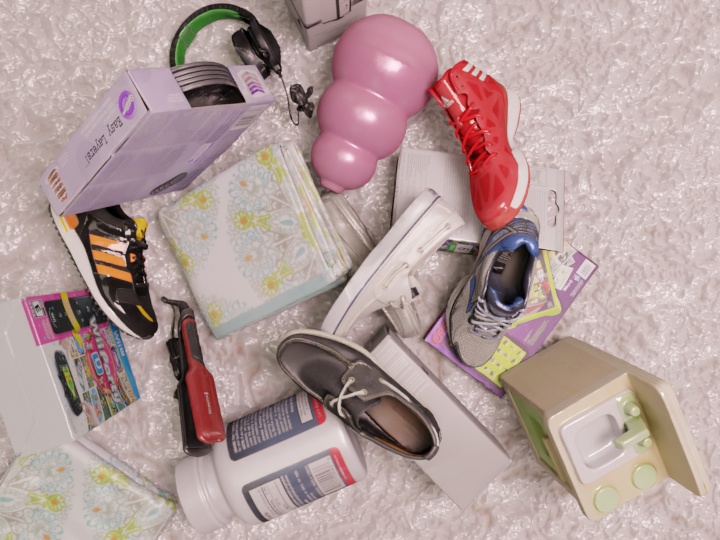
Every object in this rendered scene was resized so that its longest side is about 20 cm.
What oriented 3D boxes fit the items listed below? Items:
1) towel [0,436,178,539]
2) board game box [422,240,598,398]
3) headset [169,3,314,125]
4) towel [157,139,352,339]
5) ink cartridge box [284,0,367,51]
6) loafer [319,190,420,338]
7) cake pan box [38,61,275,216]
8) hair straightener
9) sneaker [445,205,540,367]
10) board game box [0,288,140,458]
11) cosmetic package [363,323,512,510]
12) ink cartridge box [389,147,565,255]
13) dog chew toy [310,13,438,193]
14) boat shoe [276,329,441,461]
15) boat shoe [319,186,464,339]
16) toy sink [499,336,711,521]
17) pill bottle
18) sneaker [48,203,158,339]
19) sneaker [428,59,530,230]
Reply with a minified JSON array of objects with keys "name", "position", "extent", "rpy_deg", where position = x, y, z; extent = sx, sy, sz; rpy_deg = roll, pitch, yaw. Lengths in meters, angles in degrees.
[{"name":"towel","position":[-0.346,0.299,0.820],"extent":[0.199,0.048,0.172],"rpy_deg":[34,91,-1]},{"name":"board game box","position":[0.182,0.039,0.834],"extent":[0.120,0.032,0.201],"rpy_deg":[37,90,-4]},{"name":"headset","position":[-0.138,-0.235,0.794],"extent":[0.199,0.094,0.124],"rpy_deg":[33,91,10]},{"name":"towel","position":[-0.124,-0.032,0.788],"extent":[0.199,0.048,0.172],"rpy_deg":[-25,87,21]},{"name":"ink cartridge box","position":[-0.056,-0.349,0.741],"extent":[0.084,0.200,0.147],"rpy_deg":[-25,90,-1]},{"name":"loafer","position":[0.000,0.000,0.814],"extent":[0.070,0.070,0.201],"rpy_deg":[-35,83,5]},{"name":"cake pan box","position":[-0.207,-0.138,0.712],"extent":[0.199,0.184,0.053],"rpy_deg":[-33,88,37]},{"name":"hair straightener","position":[-0.206,0.120,0.784],"extent":[0.077,0.041,0.201],"rpy_deg":[-45,56,35]},{"name":"sneaker","position":[0.144,0.031,0.753],"extent":[0.076,0.085,0.202],"rpy_deg":[11,117,-3]},{"name":"board game box","position":[-0.320,0.099,0.741],"extent":[0.064,0.200,0.149],"rpy_deg":[-18,91,-1]},{"name":"cosmetic package","position":[0.072,0.167,0.795],"extent":[0.200,0.107,0.090],"rpy_deg":[43,91,-2]},{"name":"ink cartridge box","position":[0.137,-0.075,0.808],"extent":[0.198,0.050,0.110],"rpy_deg":[7,73,-2]},{"name":"dog chew toy","position":[0.007,-0.184,0.783],"extent":[0.124,0.125,0.201],"rpy_deg":[25,93,-1]},{"name":"boat shoe","position":[-0.002,0.128,0.711],"extent":[0.199,0.068,0.072],"rpy_deg":[34,99,2]},{"name":"boat shoe","position":[0.036,0.009,0.741],"extent":[0.070,0.071,0.200],"rpy_deg":[39,95,5]},{"name":"toy sink","position":[0.249,0.173,0.736],"extent":[0.111,0.200,0.131],"rpy_deg":[-28,103,-6]},{"name":"pill bottle","position":[-0.103,0.219,0.786],"extent":[0.198,0.120,0.121],"rpy_deg":[-23,91,0]},{"name":"sneaker","position":[-0.281,-0.018,0.806],"extent":[0.090,0.070,0.201],"rpy_deg":[-31,89,3]},{"name":"sneaker","position":[0.116,-0.143,0.737],"extent":[0.115,0.078,0.201],"rpy_deg":[27,47,-28]}]
